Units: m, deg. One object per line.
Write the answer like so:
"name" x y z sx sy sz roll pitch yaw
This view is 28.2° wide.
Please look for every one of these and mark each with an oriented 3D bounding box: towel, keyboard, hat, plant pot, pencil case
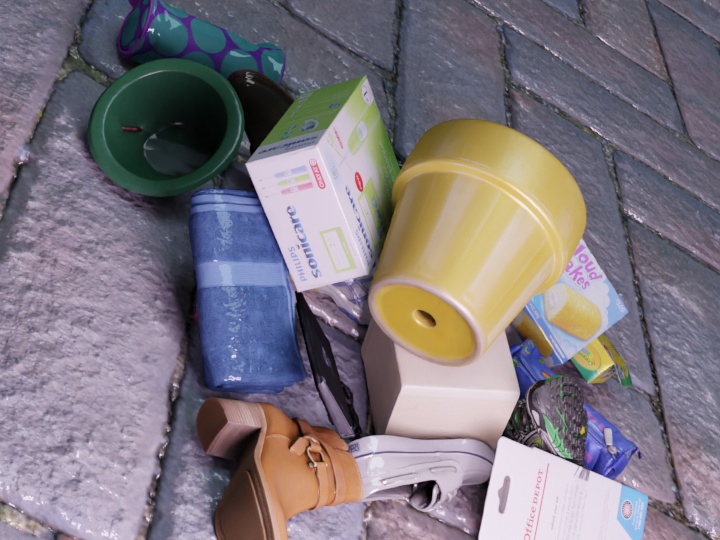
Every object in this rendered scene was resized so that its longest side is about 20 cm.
"towel" -0.114 0.020 1.422 0.111 0.048 0.203 4 75 -42
"keyboard" -0.032 0.110 1.436 0.128 0.020 0.200 62 4 -25
"hat" -0.208 -0.131 1.636 0.199 0.176 0.166 -38 74 -19
"plant pot" 0.103 -0.016 1.442 0.200 0.201 0.190 36 59 -5
"pencil case" -0.196 -0.271 1.768 0.198 0.085 0.093 20 51 -31
"pencil case" 0.230 0.167 1.656 0.078 0.087 0.200 -38 76 -25

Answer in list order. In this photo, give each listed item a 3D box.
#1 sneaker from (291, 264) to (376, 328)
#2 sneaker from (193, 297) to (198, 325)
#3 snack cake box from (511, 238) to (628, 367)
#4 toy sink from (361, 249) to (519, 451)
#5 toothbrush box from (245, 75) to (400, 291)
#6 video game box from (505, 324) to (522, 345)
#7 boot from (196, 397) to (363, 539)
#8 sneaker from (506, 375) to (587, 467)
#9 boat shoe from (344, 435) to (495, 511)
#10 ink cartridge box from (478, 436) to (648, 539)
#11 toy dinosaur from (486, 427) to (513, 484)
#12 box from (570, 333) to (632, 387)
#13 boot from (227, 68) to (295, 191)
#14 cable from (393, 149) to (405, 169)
"sneaker" 0.000 0.000 1.622 0.199 0.088 0.076 28 30 -21
"sneaker" -0.121 -0.003 1.513 0.081 0.074 0.201 52 42 -19
"snack cake box" 0.215 0.001 1.709 0.115 0.067 0.201 -34 93 -20
"toy sink" 0.077 0.089 1.536 0.129 0.113 0.201 4 44 -15
"toothbrush box" -0.029 -0.094 1.486 0.200 0.085 0.147 -60 133 -59
"video game box" 0.119 0.009 1.782 0.198 0.047 0.183 9 39 -40
"boot" -0.058 0.202 1.309 0.154 0.074 0.201 19 38 -38
"sneaker" 0.189 0.162 1.489 0.200 0.084 0.079 63 32 -66
"boat shoe" 0.066 0.208 1.440 0.199 0.072 0.066 14 52 -45
"ink cartridge box" 0.192 0.256 1.465 0.199 0.067 0.117 25 67 -24
"toy dinosaur" 0.148 0.176 1.599 0.087 0.048 0.201 12 44 -32
"box" 0.272 0.071 1.817 0.201 0.048 0.117 55 12 15
"boot" -0.096 -0.135 1.655 0.201 0.074 0.098 55 26 -38
"cable" 0.041 -0.076 1.731 0.162 0.051 0.201 -17 65 -48
